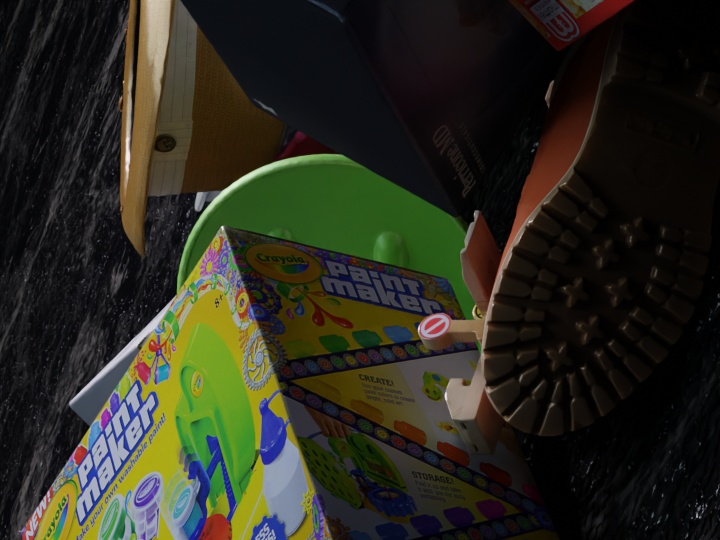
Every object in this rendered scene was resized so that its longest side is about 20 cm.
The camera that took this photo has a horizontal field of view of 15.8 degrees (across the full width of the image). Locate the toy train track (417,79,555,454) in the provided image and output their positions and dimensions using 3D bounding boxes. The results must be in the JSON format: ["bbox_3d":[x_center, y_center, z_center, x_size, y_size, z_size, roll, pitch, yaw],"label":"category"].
[{"bbox_3d":[0.063,-0.008,1.086,0.115,0.032,0.200,62,-143,-41],"label":"toy train track"}]

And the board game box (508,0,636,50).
[{"bbox_3d":[0.142,-0.171,0.930,0.152,0.046,0.200,-48,8,-24],"label":"board game box"}]

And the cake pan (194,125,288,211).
[{"bbox_3d":[-0.053,-0.126,1.517,0.200,0.037,0.201,-164,90,-84],"label":"cake pan"}]

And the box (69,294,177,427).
[{"bbox_3d":[-0.067,0.004,1.446,0.200,0.041,0.156,-48,5,-24],"label":"box"}]

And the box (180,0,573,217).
[{"bbox_3d":[0.028,-0.158,1.054,0.198,0.123,0.200,-55,-24,-9],"label":"box"}]

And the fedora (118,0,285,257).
[{"bbox_3d":[-0.082,-0.102,1.357,0.201,0.082,0.201,-177,90,-82],"label":"fedora"}]

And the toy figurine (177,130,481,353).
[{"bbox_3d":[0.000,0.000,1.298,0.184,0.150,0.200,-74,-17,-63],"label":"toy figurine"}]

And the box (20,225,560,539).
[{"bbox_3d":[-0.032,0.126,1.090,0.200,0.122,0.193,-55,38,31],"label":"box"}]

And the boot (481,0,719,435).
[{"bbox_3d":[0.097,-0.028,1.036,0.200,0.075,0.107,-66,12,-6],"label":"boot"}]
